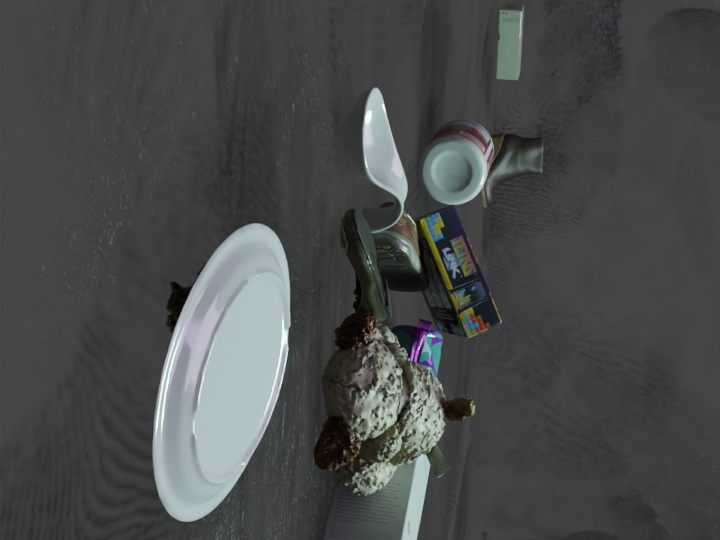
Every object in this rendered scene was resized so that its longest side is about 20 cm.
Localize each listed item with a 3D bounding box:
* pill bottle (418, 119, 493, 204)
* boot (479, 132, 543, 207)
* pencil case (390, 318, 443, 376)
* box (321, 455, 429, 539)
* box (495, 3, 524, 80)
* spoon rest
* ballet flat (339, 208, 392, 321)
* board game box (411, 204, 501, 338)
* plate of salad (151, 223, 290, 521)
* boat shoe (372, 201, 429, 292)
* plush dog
[{"bbox_3d":[0.166,-0.189,1.745,0.200,0.111,0.115,-56,149,-67],"label":"pill bottle"},{"bbox_3d":[0.406,-0.266,2.790,0.072,0.163,0.204,-3,98,-78],"label":"boot"},{"bbox_3d":[0.067,0.178,1.484,0.093,0.084,0.203,105,-4,-61],"label":"pencil case"},{"bbox_3d":[0.024,0.282,1.280,0.125,0.096,0.202,82,18,-49],"label":"box"},{"bbox_3d":[0.430,-0.658,2.988,0.082,0.067,0.203,-63,156,-61],"label":"box"},{"bbox_3d":[0.019,-0.118,1.170,0.201,0.060,0.101,81,18,-54],"label":"spoon rest"},{"bbox_3d":[0.000,0.000,1.182,0.201,0.046,0.068,70,13,-58],"label":"ballet flat"},{"bbox_3d":[0.117,0.002,1.425,0.200,0.056,0.168,179,-110,-83],"label":"board game box"},{"bbox_3d":[-0.096,0.066,0.699,0.200,0.047,0.203,14,90,-73],"label":"plate of salad"},{"bbox_3d":[0.054,-0.027,1.356,0.200,0.074,0.073,71,24,-68],"label":"boat shoe"},{"bbox_3d":[0.021,0.143,1.147,0.171,0.159,0.203,26,66,-50],"label":"plush dog"}]
